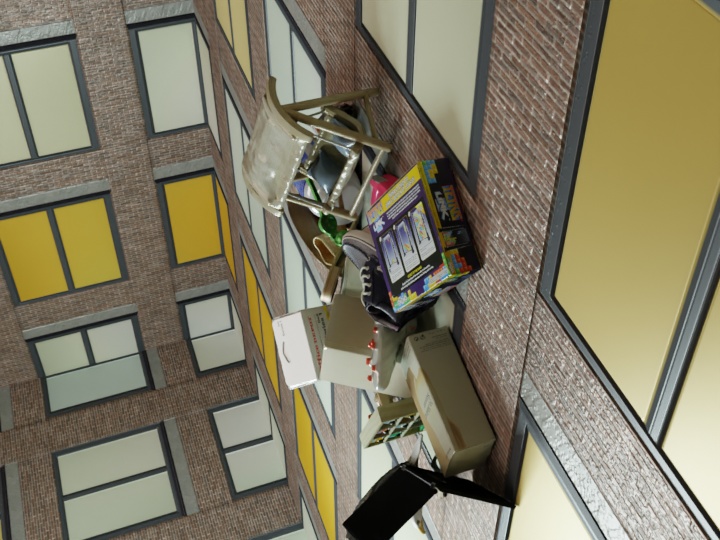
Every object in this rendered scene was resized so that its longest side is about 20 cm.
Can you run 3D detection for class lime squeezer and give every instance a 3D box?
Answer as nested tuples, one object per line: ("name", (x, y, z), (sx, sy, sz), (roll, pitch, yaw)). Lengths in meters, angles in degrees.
("lime squeezer", (-0.035, -0.079, 1.690), (0.200, 0.038, 0.071), (47, 129, 16))

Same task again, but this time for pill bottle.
("pill bottle", (-0.064, -0.167, 1.810), (0.201, 0.110, 0.114), (-123, 24, -53))

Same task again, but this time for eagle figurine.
("eagle figurine", (0.064, 0.389, 1.640), (0.151, 0.197, 0.154), (-129, 29, -60))

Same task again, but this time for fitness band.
("fitness band", (0.057, -0.080, 1.582), (0.200, 0.037, 0.146), (-131, 28, -63))

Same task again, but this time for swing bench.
("swing bench", (-0.079, -0.193, 1.563), (0.200, 0.196, 0.132), (118, 146, -51))

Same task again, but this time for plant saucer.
("plant saucer", (-0.066, -0.078, 1.888), (0.200, 0.035, 0.201), (47, -160, -22))

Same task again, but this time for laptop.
("laptop", (0.098, 0.367, 1.436), (0.187, 0.197, 0.118), (178, 108, -76))

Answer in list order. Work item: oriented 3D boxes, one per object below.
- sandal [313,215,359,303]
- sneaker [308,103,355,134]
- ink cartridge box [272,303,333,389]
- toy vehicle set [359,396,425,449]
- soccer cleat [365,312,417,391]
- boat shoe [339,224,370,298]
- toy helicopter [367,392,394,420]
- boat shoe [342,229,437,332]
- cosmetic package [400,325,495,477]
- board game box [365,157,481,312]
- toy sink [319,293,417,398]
("sandal", (-0.058, -0.040, 1.772), (0.078, 0.068, 0.214), (105, -178, -54))
("sneaker", (-0.037, -0.261, 1.736), (0.077, 0.082, 0.200), (49, -172, -6))
("ink cartridge box", (-0.076, 0.149, 1.960), (0.083, 0.199, 0.147), (-18, 84, 35))
("toy vehicle set", (0.072, 0.256, 1.642), (0.201, 0.122, 0.027), (110, 143, -66))
("soccer cleat", (0.054, 0.103, 1.548), (0.070, 0.076, 0.203), (109, 169, -56))
("boat shoe", (0.000, 0.000, 1.754), (0.060, 0.071, 0.203), (-99, 21, -64))
("toy helicopter", (0.041, 0.247, 1.870), (0.200, 0.078, 0.134), (95, 154, -84))
("boat shoe", (0.022, 0.015, 1.530), (0.199, 0.093, 0.075), (34, 152, 31))
("cosmetic package", (0.131, 0.201, 1.471), (0.106, 0.070, 0.202), (97, 156, -55))
("board game box", (0.087, -0.046, 1.387), (0.200, 0.056, 0.168), (-38, 65, 63))
("toy sink", (0.038, 0.131, 1.643), (0.131, 0.196, 0.114), (99, -177, -59))
